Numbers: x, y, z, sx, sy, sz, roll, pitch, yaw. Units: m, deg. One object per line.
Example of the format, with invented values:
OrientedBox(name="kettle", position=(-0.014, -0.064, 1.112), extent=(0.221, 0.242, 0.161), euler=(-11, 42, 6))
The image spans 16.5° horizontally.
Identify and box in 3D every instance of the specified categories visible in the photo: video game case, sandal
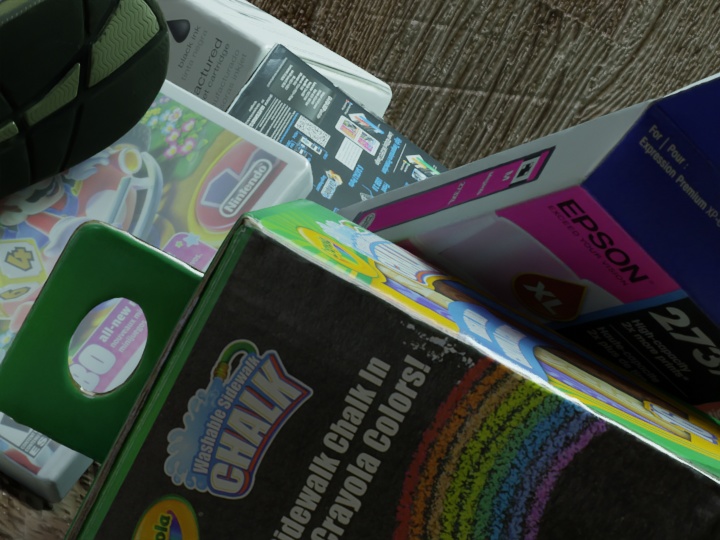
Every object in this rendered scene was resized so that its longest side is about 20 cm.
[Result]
OrientedBox(name="video game case", position=(-0.137, -0.028, 0.825), extent=(0.200, 0.143, 0.018), euler=(30, -24, 18))
OrientedBox(name="sandal", position=(-0.156, -0.045, 0.790), extent=(0.201, 0.080, 0.057), euler=(-23, 37, -25))

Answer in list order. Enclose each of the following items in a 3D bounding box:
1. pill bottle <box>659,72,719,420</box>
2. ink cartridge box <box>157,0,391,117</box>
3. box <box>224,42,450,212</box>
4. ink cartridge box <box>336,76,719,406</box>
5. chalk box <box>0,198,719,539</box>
OrientedBox(name="pill bottle", position=(0.140, 0.037, 0.858), extent=(0.200, 0.112, 0.112), euler=(62, 4, -5))
OrientedBox(name="ink cartridge box", position=(-0.094, -0.063, 1.194), extent=(0.083, 0.147, 0.200), euler=(17, 12, -39))
OrientedBox(name="box", position=(0.000, 0.000, 0.959), extent=(0.159, 0.046, 0.200), euler=(36, 23, -6))
OrientedBox(name="ink cartridge box", position=(0.072, 0.003, 0.765), extent=(0.095, 0.037, 0.200), euler=(43, -32, -19))
OrientedBox(name="chalk box", position=(-0.005, 0.058, 0.715), extent=(0.200, 0.125, 0.124), euler=(30, 6, 5))
